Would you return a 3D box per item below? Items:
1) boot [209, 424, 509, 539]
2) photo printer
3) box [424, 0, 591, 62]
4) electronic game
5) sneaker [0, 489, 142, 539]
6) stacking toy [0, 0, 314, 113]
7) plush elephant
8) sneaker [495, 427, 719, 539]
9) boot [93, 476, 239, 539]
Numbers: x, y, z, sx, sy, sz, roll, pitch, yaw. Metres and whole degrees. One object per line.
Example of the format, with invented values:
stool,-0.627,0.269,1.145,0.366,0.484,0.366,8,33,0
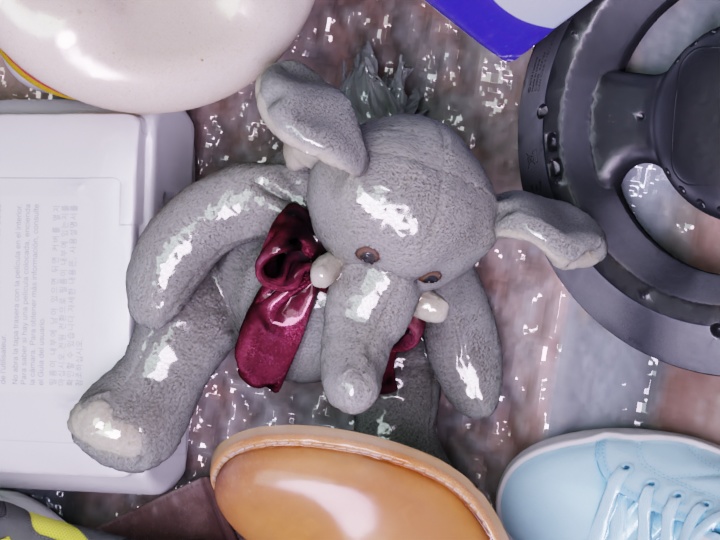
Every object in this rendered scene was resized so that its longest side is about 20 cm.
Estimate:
boot,0.014,0.158,0.961,0.200,0.156,0.077,35,137,-12
photo printer,-0.171,0.010,1.139,0.199,0.069,0.167,0,89,20
box,0.070,-0.201,0.987,0.200,0.184,0.105,-37,57,16
electronic game,0.153,-0.058,1.036,0.199,0.042,0.201,-3,83,28
sneaker,-0.127,0.134,1.065,0.199,0.084,0.075,10,87,40
stacking toy,-0.105,-0.115,1.071,0.145,0.200,0.147,3,78,-15
plush elephant,0.000,0.000,1.022,0.164,0.155,0.201,19,82,-13
sneaker,0.140,0.107,1.018,0.199,0.082,0.074,13,92,19
boot,-0.041,0.162,1.073,0.200,0.072,0.167,-26,76,33
